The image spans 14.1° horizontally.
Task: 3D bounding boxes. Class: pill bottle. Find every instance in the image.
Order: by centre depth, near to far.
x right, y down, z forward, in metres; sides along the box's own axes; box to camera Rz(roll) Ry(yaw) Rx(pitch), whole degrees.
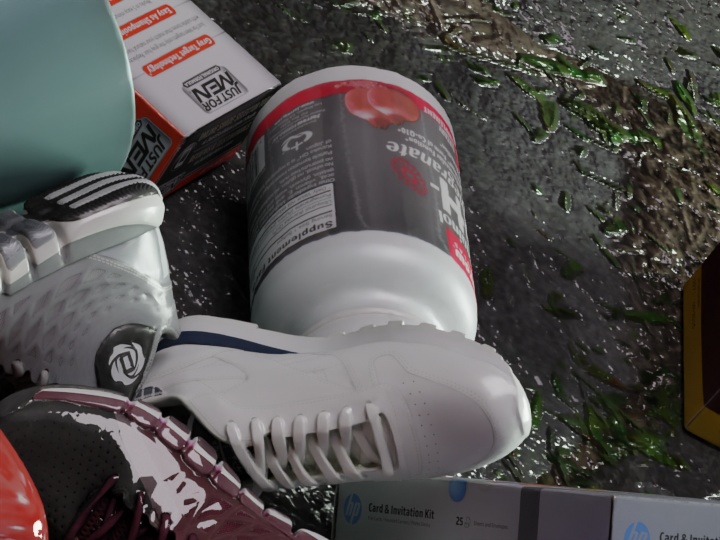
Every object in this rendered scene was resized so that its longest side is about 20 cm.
[{"bbox_3d":[0.000,0.000,1.437,0.110,0.111,0.200,21,37,-22],"label":"pill bottle"}]

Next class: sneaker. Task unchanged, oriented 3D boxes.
[{"bbox_3d":[-0.075,0.125,1.228,0.199,0.076,0.116,29,18,-12],"label":"sneaker"},{"bbox_3d":[-0.164,0.042,1.276,0.199,0.116,0.075,-22,21,-20],"label":"sneaker"},{"bbox_3d":[-0.021,0.071,1.304,0.081,0.199,0.077,-47,130,-53],"label":"sneaker"}]

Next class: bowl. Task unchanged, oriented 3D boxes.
[{"bbox_3d":[-0.208,-0.094,1.315,0.201,0.201,0.105,44,54,11],"label":"bowl"}]

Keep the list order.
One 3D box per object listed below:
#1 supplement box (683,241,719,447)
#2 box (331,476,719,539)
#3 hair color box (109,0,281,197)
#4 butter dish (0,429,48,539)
[{"bbox_3d":[0.314,0.024,1.611,0.197,0.200,0.133,27,35,-14],"label":"supplement box"},{"bbox_3d":[0.107,0.120,1.336,0.155,0.200,0.041,8,84,-35],"label":"box"},{"bbox_3d":[-0.149,-0.128,1.501,0.200,0.061,0.101,42,34,10],"label":"hair color box"},{"bbox_3d":[-0.202,0.079,1.098,0.199,0.148,0.199,2,27,-40],"label":"butter dish"}]
